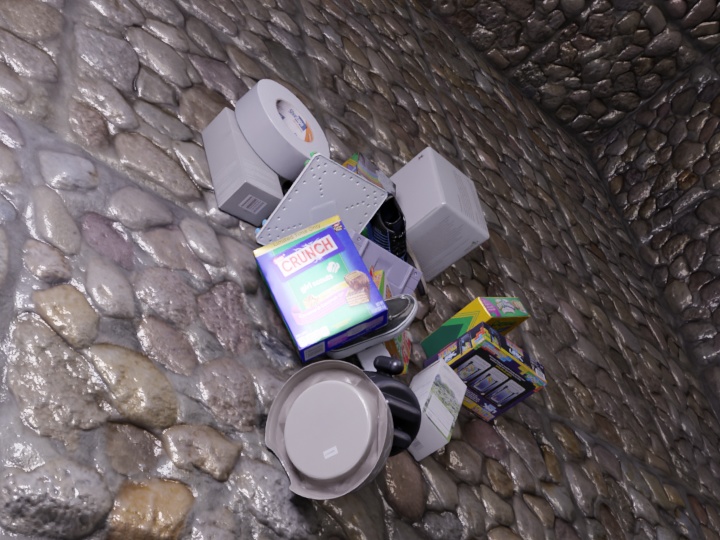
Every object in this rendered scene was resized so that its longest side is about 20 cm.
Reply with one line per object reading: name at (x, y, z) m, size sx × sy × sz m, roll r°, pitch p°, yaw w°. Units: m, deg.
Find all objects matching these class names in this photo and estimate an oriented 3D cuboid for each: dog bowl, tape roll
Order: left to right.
tape roll at (-0.149, -0.270, 1.718) m, size 0.200 × 0.066 × 0.201 m, roll 41°, pitch 26°, yaw -25°
dog bowl at (-0.041, 0.237, 1.304) m, size 0.059 × 0.199 × 0.201 m, roll 37°, pitch 26°, yaw -57°

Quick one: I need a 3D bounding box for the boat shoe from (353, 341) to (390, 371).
boat shoe at (0.011, 0.134, 1.648) m, size 0.201 × 0.071 × 0.068 m, roll 58°, pitch -10°, yaw 42°

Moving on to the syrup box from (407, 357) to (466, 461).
syrup box at (0.131, 0.256, 1.661) m, size 0.079 × 0.081 × 0.200 m, roll 49°, pitch 26°, yaw -8°

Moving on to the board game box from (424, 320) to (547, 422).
board game box at (0.256, 0.210, 1.818) m, size 0.199 × 0.165 × 0.057 m, roll 36°, pitch 33°, yaw -29°

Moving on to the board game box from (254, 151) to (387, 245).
board game box at (-0.074, -0.107, 1.670) m, size 0.199 × 0.201 × 0.026 m, roll 24°, pitch 19°, yaw -43°

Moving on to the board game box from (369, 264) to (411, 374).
board game box at (0.054, 0.093, 1.714) m, size 0.096 × 0.030 × 0.201 m, roll -72°, pitch 142°, yaw -61°

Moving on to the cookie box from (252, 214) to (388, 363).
cookie box at (-0.070, 0.029, 1.532) m, size 0.201 × 0.170 × 0.075 m, roll 61°, pitch -12°, yaw 21°

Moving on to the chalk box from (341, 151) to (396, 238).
chalk box at (-0.009, -0.130, 1.877) m, size 0.124 × 0.123 × 0.201 m, roll 40°, pitch 30°, yaw -22°

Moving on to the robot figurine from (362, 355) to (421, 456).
robot figurine at (0.019, 0.225, 1.414) m, size 0.126 × 0.149 × 0.200 m, roll 64°, pitch -18°, yaw -12°

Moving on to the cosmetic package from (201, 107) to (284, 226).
cosmetic package at (-0.222, -0.196, 1.667) m, size 0.106 × 0.090 × 0.201 m, roll 25°, pitch 34°, yaw -43°

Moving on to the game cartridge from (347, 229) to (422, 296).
game cartridge at (0.025, 0.020, 1.749) m, size 0.199 × 0.131 × 0.038 m, roll 30°, pitch -8°, yaw -36°

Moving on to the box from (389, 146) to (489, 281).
box at (0.156, -0.127, 2.043) m, size 0.171 × 0.199 × 0.200 m, roll 33°, pitch 33°, yaw -35°

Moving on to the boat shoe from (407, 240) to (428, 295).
boat shoe at (0.093, -0.017, 1.951) m, size 0.073 × 0.062 × 0.201 m, roll -106°, pitch 170°, yaw -54°

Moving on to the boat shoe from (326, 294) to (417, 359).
boat shoe at (0.021, 0.089, 1.588) m, size 0.199 × 0.071 × 0.072 m, roll -29°, pitch 50°, yaw -23°

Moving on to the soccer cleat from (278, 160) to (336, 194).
soccer cleat at (-0.115, -0.181, 1.824) m, size 0.199 × 0.070 × 0.087 m, roll -3°, pitch 71°, yaw -41°

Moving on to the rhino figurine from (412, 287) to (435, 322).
rhino figurine at (0.076, 0.029, 1.882) m, size 0.200 × 0.060 × 0.087 m, roll 48°, pitch 24°, yaw -5°

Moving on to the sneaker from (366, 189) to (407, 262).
sneaker at (0.060, -0.071, 1.780) m, size 0.078 × 0.070 × 0.201 m, roll 20°, pitch -41°, yaw 54°

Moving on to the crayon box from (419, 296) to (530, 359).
crayon box at (0.248, 0.126, 1.901) m, size 0.199 × 0.172 × 0.059 m, roll 2°, pitch 54°, yaw -56°
